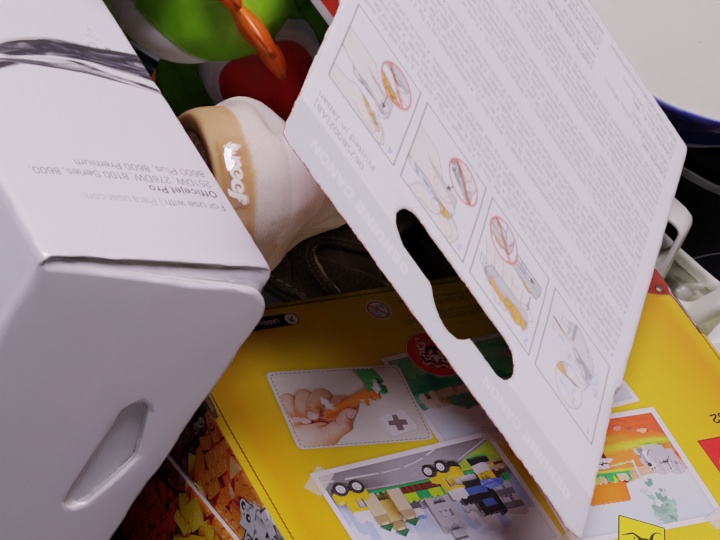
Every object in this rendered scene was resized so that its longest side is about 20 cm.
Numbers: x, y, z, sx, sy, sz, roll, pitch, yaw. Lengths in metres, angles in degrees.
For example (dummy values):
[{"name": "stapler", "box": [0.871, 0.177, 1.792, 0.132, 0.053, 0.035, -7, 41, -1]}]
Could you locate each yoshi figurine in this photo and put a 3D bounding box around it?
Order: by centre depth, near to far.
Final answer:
[{"name": "yoshi figurine", "box": [-0.053, -0.106, 0.841, 0.112, 0.113, 0.200, 17, -12, 14]}]

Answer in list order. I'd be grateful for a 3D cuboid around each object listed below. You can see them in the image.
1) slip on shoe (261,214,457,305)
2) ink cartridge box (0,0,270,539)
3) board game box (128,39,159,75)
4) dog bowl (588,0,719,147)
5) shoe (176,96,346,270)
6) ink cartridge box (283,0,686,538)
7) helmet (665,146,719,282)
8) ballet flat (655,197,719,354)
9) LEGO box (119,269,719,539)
[{"name": "slip on shoe", "box": [0.000, 0.000, 0.960, 0.200, 0.061, 0.076, 43, 29, 14]}, {"name": "ink cartridge box", "box": [-0.130, -0.017, 0.753, 0.084, 0.145, 0.200, 4, 40, -42]}, {"name": "board game box", "box": [-0.030, -0.115, 0.996, 0.200, 0.028, 0.135, 31, 65, 32]}, {"name": "dog bowl", "box": [0.134, -0.146, 0.911, 0.200, 0.200, 0.079, 30, -6, -10]}, {"name": "shoe", "box": [-0.056, -0.015, 0.814, 0.053, 0.200, 0.070, -11, 89, -24]}, {"name": "ink cartridge box", "box": [0.029, -0.035, 0.773, 0.163, 0.057, 0.200, 53, 38, -24]}, {"name": "helmet", "box": [0.137, -0.056, 1.063, 0.200, 0.191, 0.200, 6, 66, -14]}, {"name": "ballet flat", "box": [0.111, 0.009, 0.932, 0.200, 0.069, 0.069, 43, 27, -5]}, {"name": "LEGO box", "box": [0.039, 0.080, 0.810, 0.200, 0.077, 0.149, -8, 48, -32]}]
